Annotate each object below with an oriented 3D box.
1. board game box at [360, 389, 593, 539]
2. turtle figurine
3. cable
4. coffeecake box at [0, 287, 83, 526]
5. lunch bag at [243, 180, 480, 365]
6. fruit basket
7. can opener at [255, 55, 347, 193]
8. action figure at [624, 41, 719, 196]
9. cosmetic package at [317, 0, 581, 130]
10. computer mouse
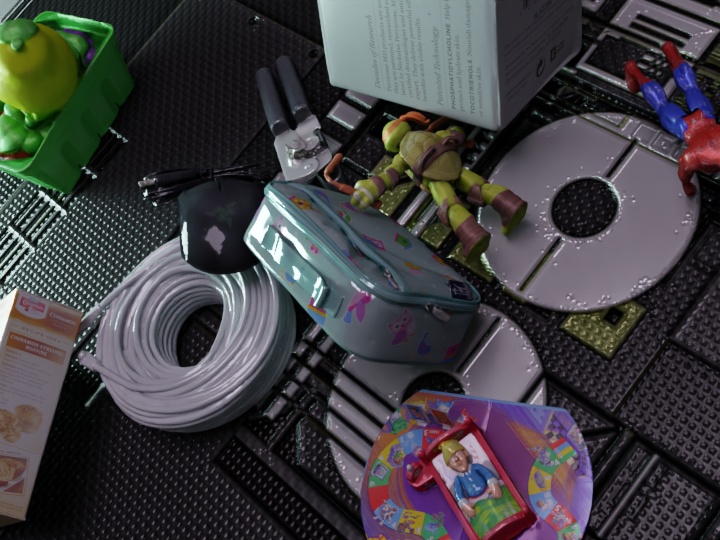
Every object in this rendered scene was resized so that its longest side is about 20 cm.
[{"bbox_3d":[0.084,0.172,0.840,0.197,0.039,0.160,5,65,27],"label":"board game box"},{"bbox_3d":[0.077,-0.093,0.952,0.161,0.065,0.199,44,47,18],"label":"turtle figurine"},{"bbox_3d":[-0.157,0.059,0.999,0.200,0.069,0.199,-47,55,-7],"label":"cable"},{"bbox_3d":[-0.350,0.138,1.002,0.153,0.072,0.203,-25,48,51],"label":"coffeecake box"},{"bbox_3d":[0.000,0.000,0.894,0.200,0.159,0.078,41,109,39],"label":"lunch bag"},{"bbox_3d":[-0.365,-0.208,1.162,0.154,0.216,0.218,17,71,31],"label":"fruit basket"},{"bbox_3d":[-0.067,-0.149,1.082,0.052,0.067,0.201,-27,47,6],"label":"can opener"},{"bbox_3d":[0.293,-0.108,0.892,0.065,0.099,0.201,-27,33,12],"label":"action figure"},{"bbox_3d":[0.084,-0.262,0.973,0.198,0.168,0.167,21,48,32],"label":"cosmetic package"},{"bbox_3d":[-0.139,-0.065,1.000,0.136,0.053,0.201,-9,31,-12],"label":"computer mouse"}]
